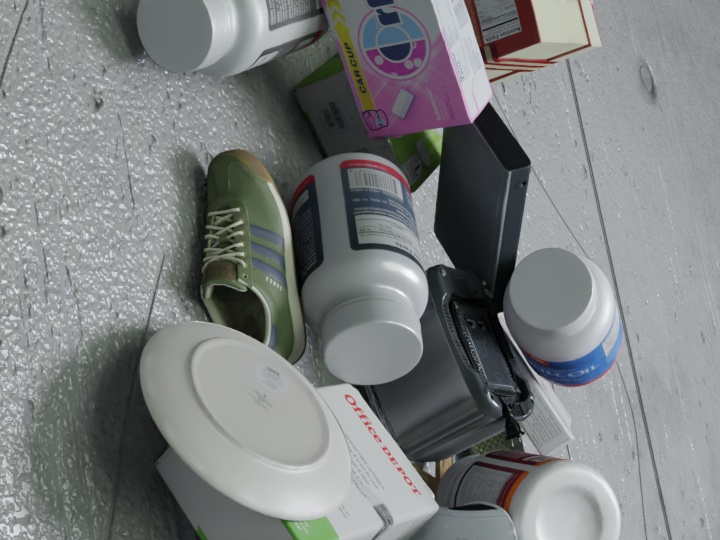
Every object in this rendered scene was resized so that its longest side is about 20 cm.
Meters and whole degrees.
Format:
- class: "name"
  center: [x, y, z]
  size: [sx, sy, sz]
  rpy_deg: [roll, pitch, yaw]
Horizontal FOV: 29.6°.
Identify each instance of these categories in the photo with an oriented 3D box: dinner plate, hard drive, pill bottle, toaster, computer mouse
- class: "dinner plate"
  center: [-0.083, 0.110, 1.074]
  size: [0.199, 0.024, 0.201]
  rpy_deg: [32, 26, -18]
- class: "hard drive"
  center: [0.121, -0.071, 1.385]
  size: [0.201, 0.033, 0.140]
  rpy_deg: [92, -23, -45]
- class: "pill bottle"
  center: [0.204, 0.045, 1.383]
  size: [0.200, 0.111, 0.113]
  rpy_deg: [48, 36, -67]
- class: "pill bottle"
  center: [0.149, 0.225, 1.272]
  size: [0.109, 0.200, 0.111]
  rpy_deg: [1, 87, -19]
- class: "toaster"
  center: [0.081, 0.103, 1.343]
  size: [0.113, 0.129, 0.201]
  rpy_deg: [10, 52, -53]
- class: "pill bottle"
  center: [-0.113, -0.240, 1.247]
  size: [0.200, 0.110, 0.111]
  rpy_deg: [-34, 105, -56]
- class: "computer mouse"
  center: [0.057, 0.242, 1.216]
  size: [0.044, 0.199, 0.111]
  rpy_deg: [2, 78, -41]
- class: "pill bottle"
  center: [0.000, 0.000, 1.261]
  size: [0.119, 0.119, 0.201]
  rpy_deg: [40, 30, -40]

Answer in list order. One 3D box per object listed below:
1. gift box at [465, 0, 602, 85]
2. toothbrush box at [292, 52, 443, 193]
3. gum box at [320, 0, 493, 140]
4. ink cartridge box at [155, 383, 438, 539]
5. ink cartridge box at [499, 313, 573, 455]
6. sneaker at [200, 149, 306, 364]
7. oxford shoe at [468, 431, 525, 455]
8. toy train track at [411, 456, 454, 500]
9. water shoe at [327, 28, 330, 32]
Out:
- class: "gift box"
  center: [0.181, -0.342, 1.660]
  size: [0.186, 0.183, 0.202]
  rpy_deg: [-9, 90, -55]
- class: "toothbrush box"
  center: [0.032, -0.176, 1.456]
  size: [0.146, 0.086, 0.200]
  rpy_deg: [63, 35, -16]
- class: "gum box"
  center: [0.040, -0.223, 1.284]
  size: [0.066, 0.113, 0.201]
  rpy_deg: [-51, 128, -49]
- class: "ink cartridge box"
  center: [-0.048, 0.180, 1.135]
  size: [0.199, 0.084, 0.146]
  rpy_deg: [-2, 49, -56]
- class: "ink cartridge box"
  center: [0.166, 0.105, 1.522]
  size: [0.201, 0.045, 0.176]
  rpy_deg: [57, 7, 5]
- class: "sneaker"
  center: [-0.105, -0.006, 1.195]
  size: [0.090, 0.067, 0.202]
  rpy_deg: [-18, 94, -62]
- class: "oxford shoe"
  center: [0.155, 0.222, 1.486]
  size: [0.058, 0.075, 0.202]
  rpy_deg: [-15, 89, -83]
- class: "toy train track"
  center: [0.079, 0.199, 1.416]
  size: [0.114, 0.032, 0.201]
  rpy_deg: [35, 43, -34]
- class: "water shoe"
  center: [-0.047, -0.355, 1.435]
  size: [0.071, 0.078, 0.202]
  rpy_deg: [-30, 127, -52]
